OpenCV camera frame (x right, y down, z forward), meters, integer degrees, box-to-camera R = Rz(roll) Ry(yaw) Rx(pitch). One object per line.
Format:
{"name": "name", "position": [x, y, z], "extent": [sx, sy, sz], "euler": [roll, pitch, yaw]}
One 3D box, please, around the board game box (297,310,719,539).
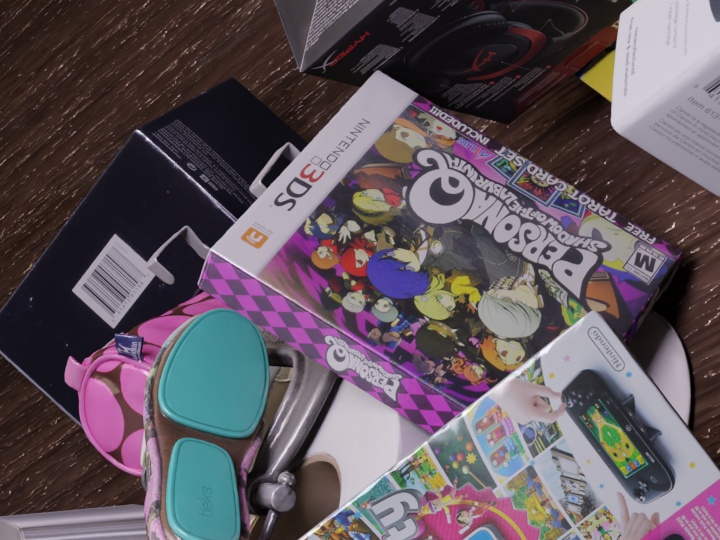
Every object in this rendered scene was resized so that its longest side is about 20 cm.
{"name": "board game box", "position": [0.077, 0.139, 1.139], "extent": [0.200, 0.148, 0.064], "euler": [-38, -16, 5]}

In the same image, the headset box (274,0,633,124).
{"name": "headset box", "position": [0.071, -0.162, 1.383], "extent": [0.148, 0.199, 0.075], "euler": [-39, 58, 33]}

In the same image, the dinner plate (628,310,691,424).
{"name": "dinner plate", "position": [0.105, 0.107, 1.336], "extent": [0.200, 0.024, 0.201], "euler": [-43, 32, 34]}

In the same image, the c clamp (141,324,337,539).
{"name": "c clamp", "position": [-0.072, 0.096, 1.360], "extent": [0.172, 0.027, 0.200], "euler": [-63, 23, -7]}

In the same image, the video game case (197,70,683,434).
{"name": "video game case", "position": [0.045, 0.000, 1.289], "extent": [0.181, 0.199, 0.036], "euler": [-49, -14, -42]}

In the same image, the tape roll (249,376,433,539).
{"name": "tape roll", "position": [-0.015, 0.157, 1.292], "extent": [0.202, 0.071, 0.203], "euler": [-46, 27, 31]}

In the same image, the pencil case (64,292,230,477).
{"name": "pencil case", "position": [-0.098, 0.055, 1.585], "extent": [0.200, 0.093, 0.091], "euler": [-29, -42, -56]}

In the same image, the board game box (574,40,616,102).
{"name": "board game box", "position": [0.188, -0.158, 1.418], "extent": [0.154, 0.040, 0.200], "euler": [-59, 25, 8]}

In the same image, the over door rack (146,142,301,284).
{"name": "over door rack", "position": [0.000, 0.000, 1.422], "extent": [0.148, 0.199, 0.067], "euler": [-34, 30, 54]}

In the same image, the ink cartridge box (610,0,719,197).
{"name": "ink cartridge box", "position": [0.237, -0.110, 1.153], "extent": [0.200, 0.145, 0.083], "euler": [-38, 32, 41]}

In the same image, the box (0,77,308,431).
{"name": "box", "position": [-0.140, -0.014, 1.740], "extent": [0.200, 0.104, 0.182], "euler": [-50, -5, 23]}

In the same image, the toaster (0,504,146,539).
{"name": "toaster", "position": [-0.168, 0.229, 1.530], "extent": [0.181, 0.118, 0.201], "euler": [171, 98, -68]}

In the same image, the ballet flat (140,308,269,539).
{"name": "ballet flat", "position": [-0.088, 0.103, 1.289], "extent": [0.201, 0.069, 0.071], "euler": [-90, 23, -53]}

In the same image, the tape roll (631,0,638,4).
{"name": "tape roll", "position": [0.218, -0.184, 1.197], "extent": [0.200, 0.200, 0.048], "euler": [-43, 32, 36]}

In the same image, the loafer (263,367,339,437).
{"name": "loafer", "position": [-0.051, 0.130, 1.541], "extent": [0.070, 0.075, 0.201], "euler": [34, 110, 36]}
